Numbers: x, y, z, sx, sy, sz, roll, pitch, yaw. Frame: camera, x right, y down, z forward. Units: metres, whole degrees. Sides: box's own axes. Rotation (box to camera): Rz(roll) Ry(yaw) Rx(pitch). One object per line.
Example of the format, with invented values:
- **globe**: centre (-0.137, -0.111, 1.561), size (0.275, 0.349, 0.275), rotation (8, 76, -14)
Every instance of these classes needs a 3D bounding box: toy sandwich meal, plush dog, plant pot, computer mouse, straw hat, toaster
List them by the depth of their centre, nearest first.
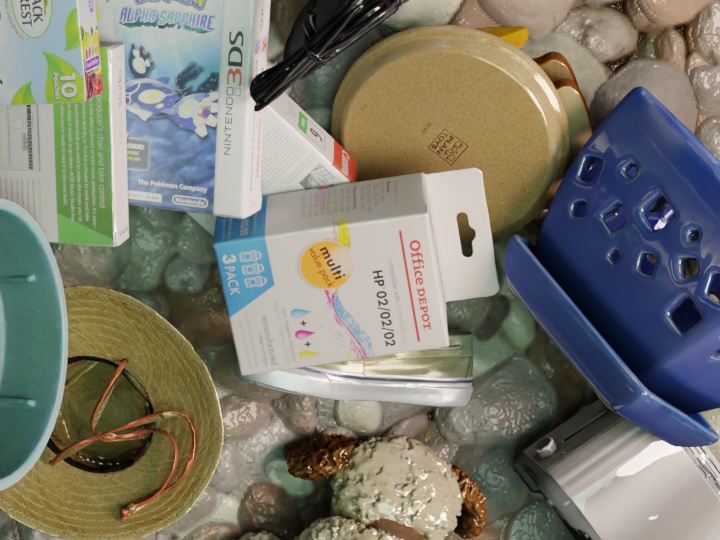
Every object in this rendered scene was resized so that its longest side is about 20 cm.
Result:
- **plant pot**: centre (-0.336, 0.050, 1.489), size (0.195, 0.200, 0.202), rotation (0, 107, 23)
- **computer mouse**: centre (-0.006, -0.189, 1.520), size (0.140, 0.200, 0.046), rotation (-35, 95, 28)
- **plant pot**: centre (0.235, 0.011, 1.608), size (0.180, 0.200, 0.200), rotation (-45, 150, 10)
- **straw hat**: centre (-0.199, 0.107, 1.610), size (0.200, 0.085, 0.202), rotation (0, 95, 1)
- **toy sandwich meal**: centre (0.078, -0.111, 1.629), size (0.204, 0.070, 0.206), rotation (5, 121, 9)
- **plush dog**: centre (0.013, 0.212, 1.673), size (0.199, 0.160, 0.173), rotation (20, 75, -17)
- **toaster**: centre (0.228, 0.189, 1.724), size (0.129, 0.114, 0.200), rotation (-39, 108, -4)

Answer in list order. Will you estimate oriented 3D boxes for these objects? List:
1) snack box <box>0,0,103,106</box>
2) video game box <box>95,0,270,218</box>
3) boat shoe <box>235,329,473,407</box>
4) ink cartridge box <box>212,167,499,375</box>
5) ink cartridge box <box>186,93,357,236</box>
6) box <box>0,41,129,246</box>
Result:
- **snack box**: centre (-0.283, -0.184, 1.459), size (0.199, 0.053, 0.143), rotation (-2, 104, 9)
- **video game box**: centre (-0.165, -0.139, 1.534), size (0.199, 0.047, 0.183), rotation (7, 102, 14)
- **boat shoe**: centre (-0.003, 0.068, 1.666), size (0.199, 0.072, 0.062), rotation (6, 93, -26)
- **ink cartridge box**: centre (0.000, 0.000, 1.571), size (0.199, 0.068, 0.116), rotation (-9, 119, 4)
- **ink cartridge box**: centre (-0.063, -0.061, 1.607), size (0.109, 0.050, 0.200), rotation (-41, 111, 19)
- **box**: centre (-0.264, -0.095, 1.528), size (0.199, 0.036, 0.145), rotation (4, 105, 14)
